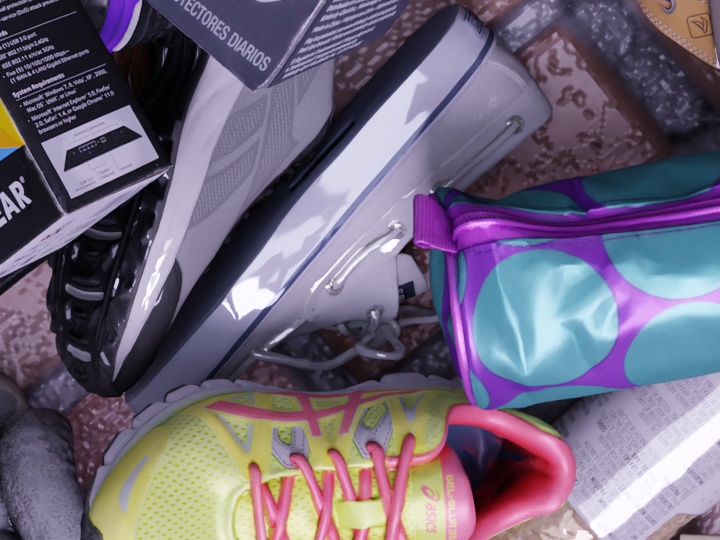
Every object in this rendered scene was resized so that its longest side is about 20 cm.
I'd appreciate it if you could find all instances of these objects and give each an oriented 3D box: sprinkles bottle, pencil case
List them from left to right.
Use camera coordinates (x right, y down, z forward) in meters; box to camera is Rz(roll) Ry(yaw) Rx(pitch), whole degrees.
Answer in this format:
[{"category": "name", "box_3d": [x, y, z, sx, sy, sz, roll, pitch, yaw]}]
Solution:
[{"category": "sprinkles bottle", "box_3d": [0.108, 0.074, 0.816, 0.200, 0.068, 0.068, -42, 96, 9]}, {"category": "pencil case", "box_3d": [0.124, -0.007, 0.732, 0.199, 0.085, 0.092, -11, 145, 7]}]

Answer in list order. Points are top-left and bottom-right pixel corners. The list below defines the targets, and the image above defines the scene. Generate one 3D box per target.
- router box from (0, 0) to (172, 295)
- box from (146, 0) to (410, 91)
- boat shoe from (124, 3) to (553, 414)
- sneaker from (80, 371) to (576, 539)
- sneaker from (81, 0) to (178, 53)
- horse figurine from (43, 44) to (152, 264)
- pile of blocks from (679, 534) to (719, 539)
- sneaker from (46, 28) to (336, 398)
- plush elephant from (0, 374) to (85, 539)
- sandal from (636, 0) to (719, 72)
[{"category": "router box", "box_3d": [-0.163, -0.056, 0.714, 0.200, 0.051, 0.149, -31, 88, 50]}, {"category": "box", "box_3d": [-0.004, -0.175, 0.658, 0.122, 0.106, 0.200, 39, 115, 8]}, {"category": "boat shoe", "box_3d": [0.000, -0.002, 0.811, 0.086, 0.075, 0.202, 41, 93, -14]}, {"category": "sneaker", "box_3d": [-0.005, 0.076, 0.730, 0.200, 0.090, 0.078, -14, 104, -40]}, {"category": "sneaker", "box_3d": [-0.129, -0.146, 0.773, 0.200, 0.099, 0.070, 53, 128, 28]}, {"category": "horse figurine", "box_3d": [-0.155, -0.035, 0.817, 0.200, 0.050, 0.133, -30, 93, 10]}, {"category": "pile of blocks", "box_3d": [0.134, 0.193, 0.839, 0.062, 0.082, 0.201, 0, 107, 25]}, {"category": "sneaker", "box_3d": [-0.052, -0.043, 0.777, 0.079, 0.074, 0.201, 29, 81, -35]}, {"category": "plush elephant", "box_3d": [-0.098, 0.144, 0.801, 0.154, 0.200, 0.165, 14, 94, -19]}, {"category": "sandal", "box_3d": [0.132, -0.105, 0.788, 0.054, 0.082, 0.200, -10, 108, 27]}]
